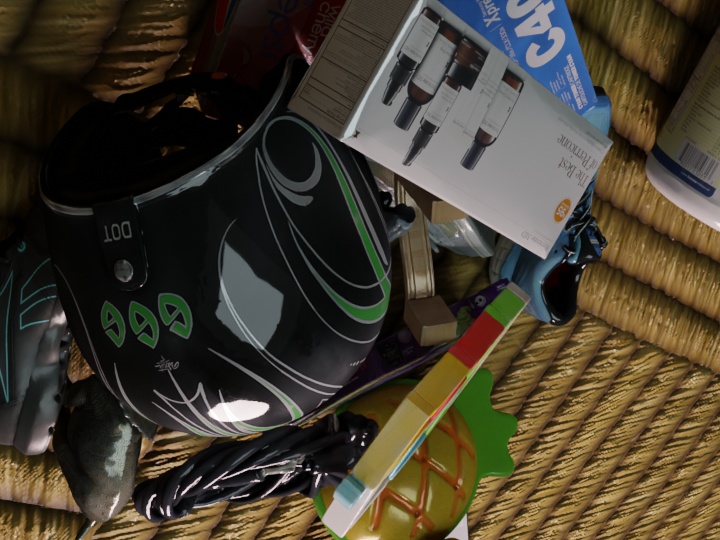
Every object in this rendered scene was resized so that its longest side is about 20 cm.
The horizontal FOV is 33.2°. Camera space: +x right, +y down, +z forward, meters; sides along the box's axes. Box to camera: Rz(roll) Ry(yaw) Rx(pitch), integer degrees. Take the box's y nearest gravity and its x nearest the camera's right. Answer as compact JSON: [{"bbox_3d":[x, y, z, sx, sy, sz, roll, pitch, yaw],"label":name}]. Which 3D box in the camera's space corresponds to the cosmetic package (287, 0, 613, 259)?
[{"bbox_3d":[0.056,-0.077,0.648,0.199,0.051,0.083,24,101,-48],"label":"cosmetic package"}]

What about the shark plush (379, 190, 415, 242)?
[{"bbox_3d":[0.000,0.000,0.813,0.090,0.084,0.199,-8,163,-38],"label":"shark plush"}]

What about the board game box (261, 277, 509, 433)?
[{"bbox_3d":[0.018,0.070,0.920,0.198,0.033,0.120,-26,168,-18],"label":"board game box"}]

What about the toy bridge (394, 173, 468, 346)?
[{"bbox_3d":[0.042,-0.054,0.742,0.027,0.067,0.203,-10,125,-17],"label":"toy bridge"}]

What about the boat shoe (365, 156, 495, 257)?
[{"bbox_3d":[0.043,-0.064,0.855,0.064,0.076,0.202,-11,157,26],"label":"boat shoe"}]

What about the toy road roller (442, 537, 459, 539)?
[{"bbox_3d":[0.086,0.284,0.982,0.199,0.122,0.147,-18,140,-58],"label":"toy road roller"}]

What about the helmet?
[{"bbox_3d":[-0.072,-0.005,0.671,0.198,0.200,0.193,-31,123,-12],"label":"helmet"}]

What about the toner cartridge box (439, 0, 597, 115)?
[{"bbox_3d":[0.082,-0.146,0.754,0.094,0.043,0.200,-36,145,2],"label":"toner cartridge box"}]

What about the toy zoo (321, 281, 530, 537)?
[{"bbox_3d":[0.039,0.098,0.806,0.200,0.020,0.132,-41,166,-52],"label":"toy zoo"}]

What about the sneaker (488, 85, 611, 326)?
[{"bbox_3d":[0.166,-0.046,0.939,0.077,0.090,0.203,-11,126,-28],"label":"sneaker"}]

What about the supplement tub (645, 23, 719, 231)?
[{"bbox_3d":[0.331,-0.132,0.953,0.143,0.145,0.202,10,116,-39],"label":"supplement tub"}]

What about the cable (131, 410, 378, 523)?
[{"bbox_3d":[-0.082,0.150,0.855,0.161,0.052,0.200,-12,169,-30],"label":"cable"}]

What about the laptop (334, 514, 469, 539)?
[{"bbox_3d":[0.038,0.279,1.071,0.198,0.116,0.189,-23,133,-19],"label":"laptop"}]

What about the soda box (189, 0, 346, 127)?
[{"bbox_3d":[-0.037,-0.184,0.703,0.063,0.070,0.202,15,114,-22],"label":"soda box"}]

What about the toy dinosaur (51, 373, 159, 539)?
[{"bbox_3d":[-0.177,0.117,0.813,0.076,0.102,0.202,12,113,-39],"label":"toy dinosaur"}]

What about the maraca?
[{"bbox_3d":[0.046,0.151,0.986,0.198,0.107,0.139,-29,92,-28],"label":"maraca"}]

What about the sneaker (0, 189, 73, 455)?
[{"bbox_3d":[-0.208,0.015,0.736,0.078,0.075,0.203,14,101,-10],"label":"sneaker"}]
